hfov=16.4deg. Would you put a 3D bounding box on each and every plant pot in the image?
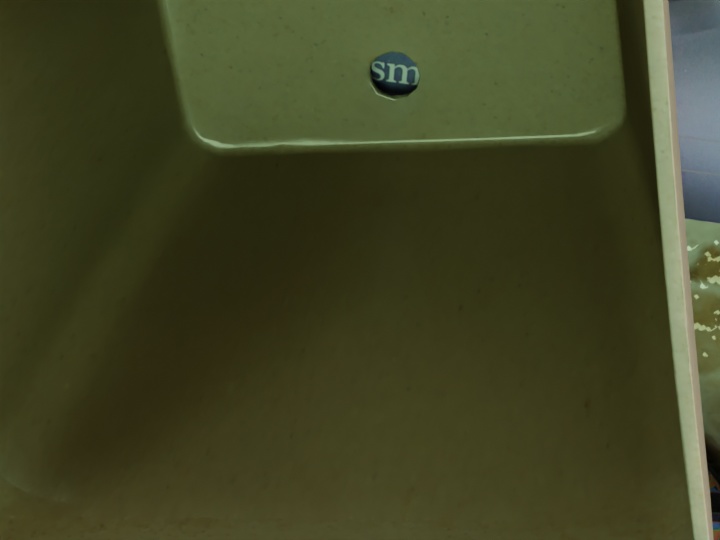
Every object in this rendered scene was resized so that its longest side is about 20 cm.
[{"bbox_3d":[-0.011,-0.044,0.619,0.199,0.177,0.200,-1,122,14],"label":"plant pot"}]

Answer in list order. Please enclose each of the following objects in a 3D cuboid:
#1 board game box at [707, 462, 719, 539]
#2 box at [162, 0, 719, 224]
[{"bbox_3d":[0.019,0.138,0.890,0.165,0.057,0.200,7,124,-41],"label":"board game box"},{"bbox_3d":[0.049,-0.134,0.731,0.200,0.123,0.199,8,123,4],"label":"box"}]
